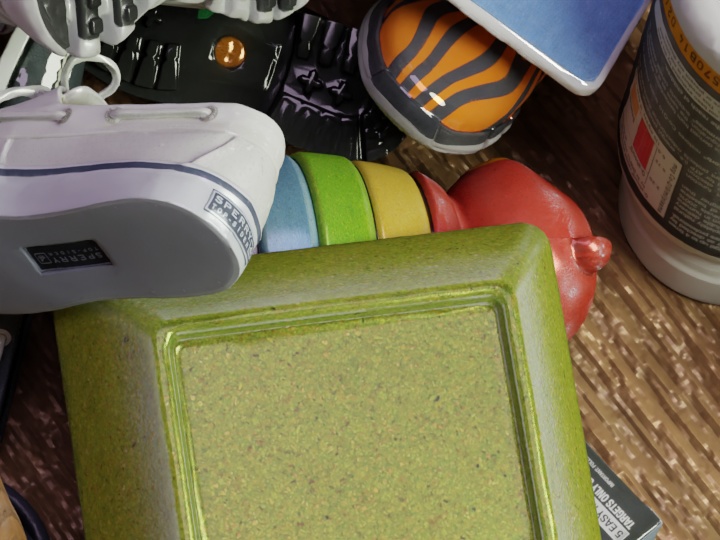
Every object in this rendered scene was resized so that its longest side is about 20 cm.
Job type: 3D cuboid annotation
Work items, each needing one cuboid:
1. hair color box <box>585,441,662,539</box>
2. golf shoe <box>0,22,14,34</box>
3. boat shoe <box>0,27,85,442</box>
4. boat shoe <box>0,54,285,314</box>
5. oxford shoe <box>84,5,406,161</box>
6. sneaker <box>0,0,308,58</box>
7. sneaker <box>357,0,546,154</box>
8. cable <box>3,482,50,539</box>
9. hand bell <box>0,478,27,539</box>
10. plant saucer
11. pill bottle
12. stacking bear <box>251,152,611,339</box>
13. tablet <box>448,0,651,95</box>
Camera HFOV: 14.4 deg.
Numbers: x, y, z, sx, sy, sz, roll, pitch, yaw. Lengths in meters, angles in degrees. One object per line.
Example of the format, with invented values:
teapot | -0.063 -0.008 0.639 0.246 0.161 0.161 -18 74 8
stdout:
hair color box | 0.012 0.134 1.120 0.200 0.061 0.099 -38 73 -20
golf shoe | -0.172 -0.107 1.146 0.091 0.075 0.201 11 78 -9
boat shoe | -0.137 -0.027 1.159 0.060 0.076 0.201 22 95 1
boat shoe | -0.112 -0.040 1.061 0.201 0.075 0.086 -4 46 38
oxford shoe | -0.072 -0.102 1.221 0.199 0.084 0.073 30 91 -3
sneaker | -0.085 -0.132 1.119 0.081 0.076 0.199 9 15 36
sneaker | 0.076 -0.126 1.182 0.078 0.112 0.200 45 37 -1
cable | -0.215 0.141 1.102 0.199 0.051 0.164 -8 64 -8
hand bell | -0.130 0.171 1.046 0.103 0.104 0.201 -8 74 -9
plant saucer | -0.003 0.084 1.059 0.199 0.048 0.201 -7 78 -13
pill bottle | 0.166 -0.071 1.157 0.116 0.200 0.117 2 63 -4
stacking bear | 0.000 0.000 1.163 0.199 0.122 0.114 -3 66 -13
tablet | 0.043 -0.175 1.133 0.199 0.014 0.131 35 73 -10
